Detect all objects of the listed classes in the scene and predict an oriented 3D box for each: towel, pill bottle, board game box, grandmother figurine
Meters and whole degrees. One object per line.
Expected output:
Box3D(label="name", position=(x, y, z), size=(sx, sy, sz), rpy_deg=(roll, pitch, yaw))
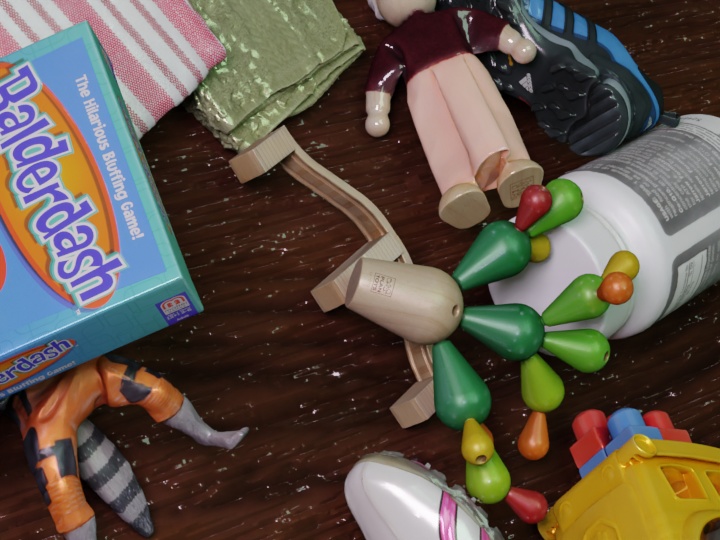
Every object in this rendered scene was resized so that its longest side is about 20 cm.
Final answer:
Box3D(label="towel", position=(-0.178, -0.122, 1.029), size=(0.147, 0.030, 0.200), rpy_deg=(49, 54, -9))
Box3D(label="pill bottle", position=(0.179, -0.023, 1.222), size=(0.199, 0.114, 0.115), rpy_deg=(-27, 84, -43))
Box3D(label="towel", position=(-0.096, -0.179, 1.147), size=(0.201, 0.036, 0.148), rpy_deg=(52, 49, -5))
Box3D(label="board game box", position=(-0.193, -0.012, 0.884), size=(0.198, 0.045, 0.153), rpy_deg=(-24, 65, -1))
Box3D(label="grandmother figurine", position=(0.055, -0.129, 1.198), size=(0.120, 0.061, 0.201), rpy_deg=(-19, 62, -10))

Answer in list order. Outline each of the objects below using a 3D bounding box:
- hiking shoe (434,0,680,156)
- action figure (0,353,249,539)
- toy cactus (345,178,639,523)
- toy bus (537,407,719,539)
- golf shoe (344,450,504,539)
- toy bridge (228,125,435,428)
Box3D(label="hiking shoe", position=(0.122, -0.152, 1.258), size=(0.086, 0.075, 0.200), rpy_deg=(-13, 55, -48))
Box3D(label="action figure", position=(-0.183, 0.080, 0.933), size=(0.193, 0.105, 0.200), rpy_deg=(43, 74, -2))
Box3D(label="toy cactus", position=(0.073, 0.035, 1.083), size=(0.163, 0.102, 0.202), rpy_deg=(17, 90, -11))
Box3D(label="toy bus", position=(0.210, 0.168, 1.152), size=(0.198, 0.136, 0.193), rpy_deg=(11, 45, -35))
Box3D(label="golf shoe", position=(0.050, 0.195, 1.039), size=(0.092, 0.072, 0.201), rpy_deg=(-36, 91, -41))
Box3D(label="toy bridge", position=(0.000, 0.000, 1.121), size=(0.067, 0.027, 0.201), rpy_deg=(-41, 101, -42))
